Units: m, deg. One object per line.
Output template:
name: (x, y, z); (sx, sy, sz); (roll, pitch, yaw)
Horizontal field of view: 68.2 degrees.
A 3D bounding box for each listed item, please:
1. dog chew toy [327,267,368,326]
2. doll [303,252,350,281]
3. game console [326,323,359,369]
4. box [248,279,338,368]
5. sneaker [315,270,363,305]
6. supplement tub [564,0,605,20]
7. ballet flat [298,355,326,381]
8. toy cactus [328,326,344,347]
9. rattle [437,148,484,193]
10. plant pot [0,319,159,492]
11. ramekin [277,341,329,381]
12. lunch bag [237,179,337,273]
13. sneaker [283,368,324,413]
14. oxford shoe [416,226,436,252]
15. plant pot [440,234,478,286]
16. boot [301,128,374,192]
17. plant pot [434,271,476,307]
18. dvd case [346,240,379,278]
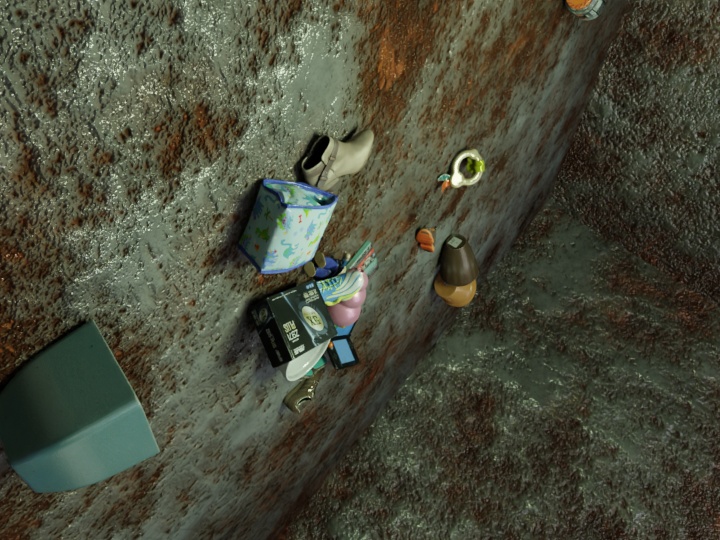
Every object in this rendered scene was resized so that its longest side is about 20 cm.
dog chew toy: (-0.037, 0.077, 1.657); (0.123, 0.124, 0.203); (-23, 147, -52)
doll: (-0.085, -0.009, 1.538); (0.135, 0.049, 0.199); (-39, 164, 12)
game console: (-0.042, 0.246, 1.928); (0.115, 0.180, 0.199); (-30, 166, 20)
box: (-0.173, 0.136, 1.395); (0.085, 0.168, 0.198); (-25, 177, 36)
sneaker: (-0.088, 0.057, 1.510); (0.197, 0.078, 0.104); (-29, 163, 22)
supplement tub: (0.816, -0.990, 1.934); (0.198, 0.122, 0.125); (-21, 142, -54)
ballet flat: (-0.186, 0.343, 1.834); (0.075, 0.068, 0.199); (-45, 165, 22)
toy cactus: (-0.117, 0.214, 1.767); (0.201, 0.101, 0.166); (-50, 170, -34)
rattle: (0.353, -0.368, 1.982); (0.199, 0.143, 0.131); (-39, 126, 2)
plant pot: (-0.488, 0.251, 0.902); (0.197, 0.196, 0.199); (-29, 149, -28)
ramekin: (-0.185, 0.214, 1.584); (0.200, 0.104, 0.202); (-44, 156, -25)
lunch bag: (-0.149, -0.098, 1.175); (0.197, 0.127, 0.173); (-4, 130, -49)
sneaker: (-0.187, 0.432, 1.932); (0.200, 0.075, 0.071); (-46, 157, -22)
oxford shoe: (0.263, -0.139, 2.095); (0.200, 0.069, 0.075); (61, 48, -71)
plant pot: (0.448, -0.063, 2.461); (0.187, 0.185, 0.203); (-45, 142, -22)
boot: (-0.052, -0.269, 1.218); (0.202, 0.070, 0.146); (-55, 156, -1)
plant pot: (0.458, 0.073, 2.651); (0.138, 0.200, 0.203); (12, 113, -48)
dvd case: (0.000, 0.000, 1.779); (0.147, 0.022, 0.201); (-51, 157, -11)
